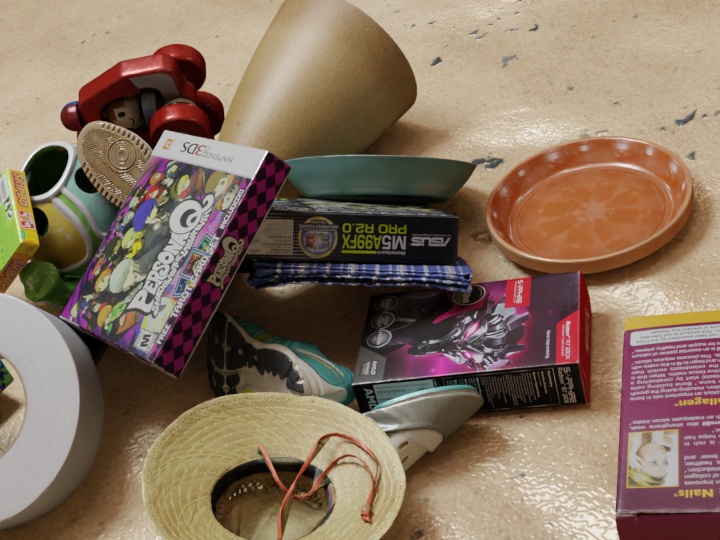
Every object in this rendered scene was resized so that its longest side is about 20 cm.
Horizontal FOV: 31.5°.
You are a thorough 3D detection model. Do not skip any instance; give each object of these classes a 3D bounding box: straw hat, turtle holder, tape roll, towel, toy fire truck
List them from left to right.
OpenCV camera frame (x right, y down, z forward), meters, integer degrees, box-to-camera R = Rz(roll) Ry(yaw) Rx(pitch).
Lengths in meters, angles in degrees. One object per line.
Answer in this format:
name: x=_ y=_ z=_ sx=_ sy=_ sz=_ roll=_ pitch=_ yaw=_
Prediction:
tape roll: x=-0.326 y=0.123 z=1.108 sx=0.197 sy=0.066 sz=0.203 roll=-2 pitch=78 yaw=9
turtle holder: x=-0.316 y=-0.052 z=1.363 sx=0.140 sy=0.132 sz=0.186 roll=25 pitch=69 yaw=35
toy fire truck: x=-0.242 y=-0.157 z=1.429 sx=0.166 sy=0.201 sz=0.113 roll=-11 pitch=57 yaw=4
straw hat: x=-0.067 y=0.188 z=0.975 sx=0.198 sy=0.086 sz=0.202 roll=4 pitch=39 yaw=-3
towel: x=0.000 y=0.000 z=1.157 sx=0.197 sy=0.024 sz=0.145 roll=2 pitch=8 yaw=-1

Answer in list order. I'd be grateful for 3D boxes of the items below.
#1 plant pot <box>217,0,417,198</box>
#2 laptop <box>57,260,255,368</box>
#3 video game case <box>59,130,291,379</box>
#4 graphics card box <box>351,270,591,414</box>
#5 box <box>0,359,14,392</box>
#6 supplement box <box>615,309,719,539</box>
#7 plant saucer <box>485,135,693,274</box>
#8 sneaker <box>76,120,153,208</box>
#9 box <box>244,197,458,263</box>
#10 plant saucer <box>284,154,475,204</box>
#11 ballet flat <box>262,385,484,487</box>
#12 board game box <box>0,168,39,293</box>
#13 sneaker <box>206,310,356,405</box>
plant pot: x=-0.068 y=-0.171 z=1.402 sx=0.185 sy=0.187 sz=0.201 roll=20 pitch=65 yaw=41
laptop: x=-0.206 y=0.045 z=1.251 sx=0.202 sy=0.115 sz=0.187 roll=-60 pitch=24 yaw=-8
video game case: x=-0.164 y=-0.021 z=1.104 sx=0.180 sy=0.036 sz=0.202 roll=17 pitch=76 yaw=51
graphics card box: x=0.098 y=0.066 z=1.101 sx=0.197 sy=0.051 sz=0.126 roll=-8 pitch=36 yaw=17
box: x=-0.470 y=0.084 z=1.187 sx=0.121 sy=0.201 sz=0.193 roll=1 pitch=39 yaw=45
supplement box: x=0.253 y=0.129 z=0.903 sx=0.129 sy=0.104 sz=0.201 roll=-4 pitch=37 yaw=18
plant saucer: x=0.220 y=-0.061 z=1.229 sx=0.197 sy=0.033 sz=0.201 roll=-12 pitch=37 yaw=9
sneaker: x=-0.203 y=-0.085 z=1.340 sx=0.070 sy=0.199 sz=0.108 roll=-55 pitch=-3 yaw=9
box: x=-0.023 y=-0.039 z=1.187 sx=0.197 sy=0.045 sz=0.160 roll=1 pitch=7 yaw=-13
plant saucer: x=0.017 y=-0.088 z=1.279 sx=0.197 sy=0.037 sz=0.200 roll=0 pitch=-1 yaw=0
ballet flat: x=0.008 y=0.143 z=1.044 sx=0.197 sy=0.067 sz=0.065 roll=-11 pitch=64 yaw=12
board game box: x=-0.395 y=-0.006 z=1.328 sx=0.200 sy=0.030 sz=0.096 roll=-43 pitch=52 yaw=32
sneaker: x=-0.078 y=0.089 z=1.148 sx=0.079 sy=0.079 sz=0.199 roll=0 pitch=14 yaw=-37
